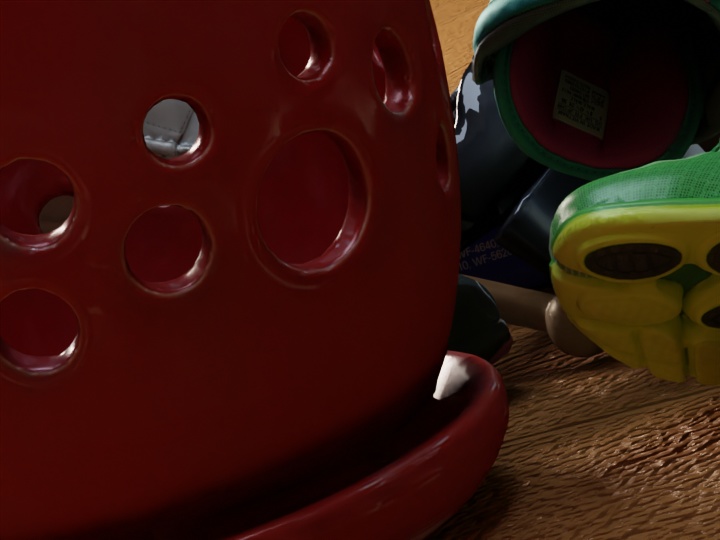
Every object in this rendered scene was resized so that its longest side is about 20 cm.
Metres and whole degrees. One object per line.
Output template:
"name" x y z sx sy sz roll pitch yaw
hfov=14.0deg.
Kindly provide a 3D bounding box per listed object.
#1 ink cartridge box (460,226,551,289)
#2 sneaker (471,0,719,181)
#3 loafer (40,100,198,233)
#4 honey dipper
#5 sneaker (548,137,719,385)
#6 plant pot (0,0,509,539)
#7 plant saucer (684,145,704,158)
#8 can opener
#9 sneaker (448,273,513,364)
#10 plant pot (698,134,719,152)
"ink cartridge box" 0.034 -0.013 1.085 0.099 0.039 0.200 -18 8 4
"sneaker" 0.069 -0.083 0.872 0.083 0.122 0.200 13 -13 -10
"loafer" -0.081 -0.051 1.054 0.198 0.070 0.070 -6 28 10
"honey dipper" 0.000 0.000 0.951 0.199 0.038 0.038 13 29 41
"sneaker" 0.127 -0.028 0.802 0.199 0.084 0.074 -17 -33 -29
"plant pot" -0.064 -0.004 0.766 0.199 0.184 0.200 -18 9 3
"plant saucer" 0.197 -0.078 1.101 0.199 0.051 0.200 -18 10 3
"can opener" 0.064 -0.046 0.966 0.063 0.079 0.200 -41 2 28
"sneaker" -0.046 0.015 0.926 0.199 0.087 0.080 -10 14 41
"plant pot" 0.182 -0.112 0.954 0.174 0.201 0.200 -29 2 34
